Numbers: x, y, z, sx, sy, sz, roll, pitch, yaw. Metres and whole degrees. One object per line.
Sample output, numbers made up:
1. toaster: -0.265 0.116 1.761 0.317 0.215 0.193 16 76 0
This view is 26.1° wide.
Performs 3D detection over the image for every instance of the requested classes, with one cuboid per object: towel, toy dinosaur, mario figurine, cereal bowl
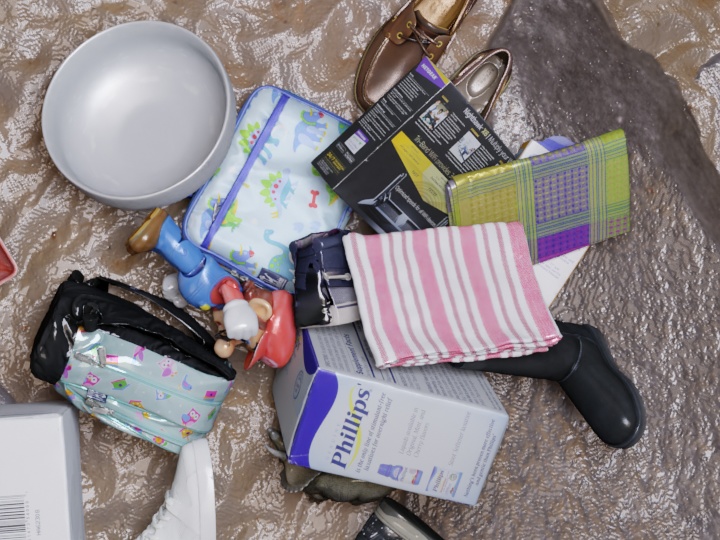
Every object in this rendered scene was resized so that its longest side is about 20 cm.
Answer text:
1. towel: 0.089 0.019 1.523 0.200 0.030 0.146 -5 61 -23
2. towel: 0.182 -0.066 1.607 0.200 0.023 0.144 -17 132 -7
3. toy dinosaur: -0.010 0.217 1.612 0.200 0.102 0.077 14 87 -6
4. mario figurine: -0.153 0.033 1.542 0.200 0.123 0.106 40 116 -5
5. cereal bowl: -0.218 -0.148 1.586 0.200 0.083 0.200 -3 69 9

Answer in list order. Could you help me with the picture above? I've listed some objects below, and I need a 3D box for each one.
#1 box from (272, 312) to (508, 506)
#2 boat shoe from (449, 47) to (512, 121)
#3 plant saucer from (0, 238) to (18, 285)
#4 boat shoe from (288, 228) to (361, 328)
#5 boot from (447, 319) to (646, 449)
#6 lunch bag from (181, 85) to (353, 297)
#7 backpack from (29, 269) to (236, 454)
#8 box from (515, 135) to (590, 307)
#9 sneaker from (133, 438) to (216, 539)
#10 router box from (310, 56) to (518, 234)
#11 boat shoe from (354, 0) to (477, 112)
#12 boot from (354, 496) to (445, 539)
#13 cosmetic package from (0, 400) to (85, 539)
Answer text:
1. box: 0.024 0.133 1.561 0.200 0.184 0.105 16 105 -13
2. boat shoe: 0.094 -0.157 1.649 0.072 0.072 0.200 42 84 -5
3. plant saucer: -0.483 -0.032 1.588 0.200 0.037 0.200 -31 92 -7
4. boat shoe: 0.000 0.000 1.583 0.075 0.200 0.093 -6 93 30
5. boot: 0.179 0.099 1.573 0.200 0.165 0.066 18 120 -34
6. lunch bag: -0.088 -0.081 1.621 0.161 0.082 0.200 30 84 -3
7. backpack: -0.229 0.097 1.571 0.200 0.167 0.127 26 102 -13
8. box: 0.186 -0.045 1.676 0.119 0.041 0.200 35 82 -6
9. sneaker: -0.202 0.265 1.535 0.116 0.074 0.200 2 96 -9
10. router box: 0.067 -0.100 1.581 0.157 0.052 0.200 -42 138 5
11. boat shoe: 0.061 -0.252 1.649 0.072 0.068 0.200 36 85 -5
12. boot: 0.050 0.355 1.637 0.204 0.073 0.154 43 91 -10
13. cosmetic package: -0.337 0.235 1.519 0.123 0.200 0.199 -3 89 -5
